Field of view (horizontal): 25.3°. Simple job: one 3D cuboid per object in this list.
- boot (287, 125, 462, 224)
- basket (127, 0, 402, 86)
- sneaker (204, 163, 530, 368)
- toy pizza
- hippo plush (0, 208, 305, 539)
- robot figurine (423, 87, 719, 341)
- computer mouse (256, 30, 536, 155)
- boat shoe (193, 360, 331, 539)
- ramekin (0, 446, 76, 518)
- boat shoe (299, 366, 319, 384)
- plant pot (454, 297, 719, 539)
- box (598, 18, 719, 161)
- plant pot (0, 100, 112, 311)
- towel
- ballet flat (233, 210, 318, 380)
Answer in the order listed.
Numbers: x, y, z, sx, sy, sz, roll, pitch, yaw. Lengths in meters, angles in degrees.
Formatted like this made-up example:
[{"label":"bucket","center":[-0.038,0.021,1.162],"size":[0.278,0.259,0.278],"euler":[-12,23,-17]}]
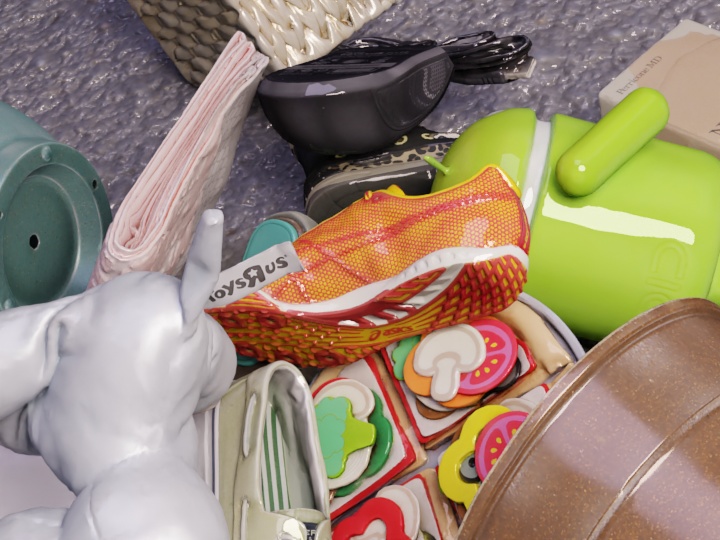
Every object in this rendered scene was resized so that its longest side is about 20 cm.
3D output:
[{"label":"boot","center":[0.052,-0.072,1.027],"size":[0.201,0.074,0.154],"euler":[-7,29,-10]},{"label":"basket","center":[-0.078,-0.211,1.131],"size":[0.123,0.136,0.200],"euler":[-44,22,-16]},{"label":"sneaker","center":[0.000,0.000,0.849],"size":[0.198,0.073,0.078],"euler":[-14,52,22]},{"label":"toy pizza","center":[0.032,0.096,0.827],"size":[0.199,0.032,0.202],"euler":[-17,59,31]},{"label":"hippo plush","center":[-0.101,0.093,0.743],"size":[0.198,0.159,0.162],"euler":[-19,72,19]},{"label":"robot figurine","center":[0.127,-0.022,0.894],"size":[0.198,0.176,0.117],"euler":[14,66,1]},{"label":"computer mouse","center":[0.012,-0.105,0.979],"size":[0.137,0.053,0.200],"euler":[4,18,29]},{"label":"boat shoe","center":[-0.045,0.139,0.805],"size":[0.062,0.072,0.202],"euler":[-41,51,39]},{"label":"ramekin","center":[-0.175,0.179,0.824],"size":[0.198,0.098,0.202],"euler":[-10,44,9]},{"label":"boat shoe","center":[0.024,0.051,0.934],"size":[0.061,0.073,0.200],"euler":[8,16,-40]},{"label":"plant pot","center":[0.172,0.147,0.683],"size":[0.200,0.201,0.198],"euler":[-39,54,-22]},{"label":"box","center":[0.246,-0.067,0.952],"size":[0.095,0.078,0.199],"euler":[-41,47,-23]},{"label":"plant pot","center":[-0.234,-0.017,0.963],"size":[0.133,0.201,0.201],"euler":[3,46,28]},{"label":"towel","center":[-0.121,-0.016,0.953],"size":[0.032,0.201,0.192],"euler":[27,50,0]},{"label":"ballet flat","center":[-0.060,0.066,0.921],"size":[0.067,0.064,0.202],"euler":[17,82,37]}]
